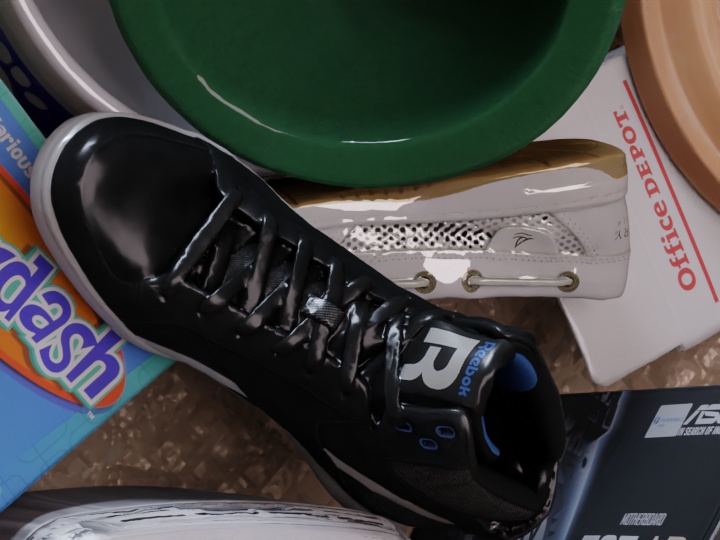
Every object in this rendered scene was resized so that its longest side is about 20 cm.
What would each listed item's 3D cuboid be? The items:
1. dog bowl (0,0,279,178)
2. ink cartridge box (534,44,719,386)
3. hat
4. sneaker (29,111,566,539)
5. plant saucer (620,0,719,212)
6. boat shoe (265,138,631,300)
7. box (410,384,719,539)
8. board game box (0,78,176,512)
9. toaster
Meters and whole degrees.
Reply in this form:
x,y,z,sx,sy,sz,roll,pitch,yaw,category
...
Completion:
x,y,z,sx,sy,sz,roll,pitch,yaw,category
-0.055,-0.131,0.898,0.200,0.079,0.201,2,85,-27,dog bowl
0.134,-0.040,0.989,0.200,0.068,0.115,-26,95,-26,ink cartridge box
0.021,-0.140,0.878,0.199,0.176,0.166,0,117,6,hat
-0.006,0.014,0.795,0.200,0.112,0.073,42,66,-29,sneaker
0.194,-0.103,0.972,0.200,0.032,0.201,4,82,-26,plant saucer
0.000,0.000,0.889,0.199,0.071,0.070,-7,102,4,boat shoe
0.074,0.119,0.872,0.044,0.200,0.160,38,71,-19,box
-0.169,0.023,0.781,0.152,0.045,0.200,53,54,-7,board game box
-0.060,0.131,0.843,0.199,0.129,0.114,3,85,-26,toaster
